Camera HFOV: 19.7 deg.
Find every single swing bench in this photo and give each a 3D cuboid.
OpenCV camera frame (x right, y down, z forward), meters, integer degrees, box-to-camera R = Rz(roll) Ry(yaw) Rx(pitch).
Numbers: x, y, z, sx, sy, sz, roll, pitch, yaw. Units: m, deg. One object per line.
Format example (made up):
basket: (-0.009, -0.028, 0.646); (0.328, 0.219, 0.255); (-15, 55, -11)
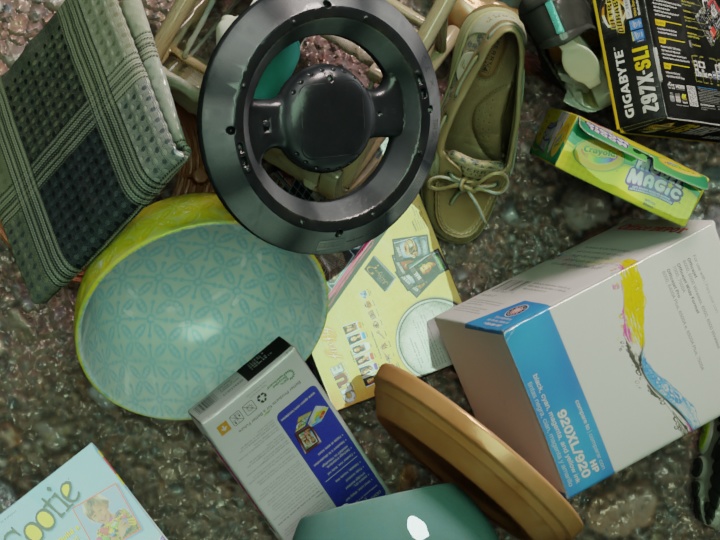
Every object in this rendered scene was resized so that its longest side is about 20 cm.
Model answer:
swing bench: (-0.051, -0.178, 1.647); (0.198, 0.130, 0.201); (32, 80, 8)

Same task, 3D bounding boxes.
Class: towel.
towel: (-0.215, -0.104, 1.582); (0.034, 0.192, 0.201); (11, 45, -46)

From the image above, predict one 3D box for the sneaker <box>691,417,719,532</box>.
sneaker: (0.331, 0.121, 1.716); (0.084, 0.077, 0.201); (14, 88, -17)

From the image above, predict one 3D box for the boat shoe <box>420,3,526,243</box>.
boat shoe: (0.091, -0.112, 1.674); (0.073, 0.063, 0.201); (5, 110, -9)

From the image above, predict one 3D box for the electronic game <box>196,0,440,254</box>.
electronic game: (-0.028, -0.112, 1.526); (0.199, 0.042, 0.202); (-4, 98, -29)

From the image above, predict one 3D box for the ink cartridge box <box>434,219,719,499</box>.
ink cartridge box: (0.192, 0.063, 1.638); (0.199, 0.147, 0.145); (-26, 100, -16)

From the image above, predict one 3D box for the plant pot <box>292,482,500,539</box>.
plant pot: (0.031, 0.252, 1.585); (0.199, 0.201, 0.162); (-11, 82, -10)

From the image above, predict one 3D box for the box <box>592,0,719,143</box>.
box: (0.255, -0.189, 1.683); (0.049, 0.200, 0.161); (-16, 83, 31)

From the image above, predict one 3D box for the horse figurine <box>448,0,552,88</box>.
horse figurine: (0.104, -0.244, 1.733); (0.132, 0.050, 0.201); (-18, 83, -18)

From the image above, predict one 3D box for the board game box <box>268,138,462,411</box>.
board game box: (0.000, 0.000, 1.694); (0.135, 0.035, 0.201); (-20, 86, -10)

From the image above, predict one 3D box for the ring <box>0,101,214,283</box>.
ring: (-0.211, -0.089, 1.682); (0.199, 0.019, 0.202); (1, 82, -8)

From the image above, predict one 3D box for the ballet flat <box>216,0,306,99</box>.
ballet flat: (-0.067, -0.191, 1.559); (0.069, 0.069, 0.201); (31, 76, -3)

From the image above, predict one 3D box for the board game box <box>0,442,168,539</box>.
board game box: (-0.187, 0.244, 1.600); (0.105, 0.103, 0.200); (-37, 90, -11)

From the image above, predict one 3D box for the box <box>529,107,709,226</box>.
box: (0.204, -0.083, 1.649); (0.117, 0.200, 0.049); (25, 93, -4)

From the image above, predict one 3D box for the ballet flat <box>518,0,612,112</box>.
ballet flat: (0.176, -0.167, 1.664); (0.068, 0.200, 0.069); (-28, 65, 15)

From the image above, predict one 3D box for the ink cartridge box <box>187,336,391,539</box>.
ink cartridge box: (-0.046, 0.156, 1.642); (0.095, 0.037, 0.201); (-39, 118, -11)

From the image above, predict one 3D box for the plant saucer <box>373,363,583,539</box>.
plant saucer: (0.084, 0.148, 1.603); (0.200, 0.200, 0.038); (41, 82, -1)

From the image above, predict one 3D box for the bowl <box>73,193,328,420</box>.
bowl: (-0.133, 0.008, 1.624); (0.199, 0.201, 0.108); (-13, 43, -10)
